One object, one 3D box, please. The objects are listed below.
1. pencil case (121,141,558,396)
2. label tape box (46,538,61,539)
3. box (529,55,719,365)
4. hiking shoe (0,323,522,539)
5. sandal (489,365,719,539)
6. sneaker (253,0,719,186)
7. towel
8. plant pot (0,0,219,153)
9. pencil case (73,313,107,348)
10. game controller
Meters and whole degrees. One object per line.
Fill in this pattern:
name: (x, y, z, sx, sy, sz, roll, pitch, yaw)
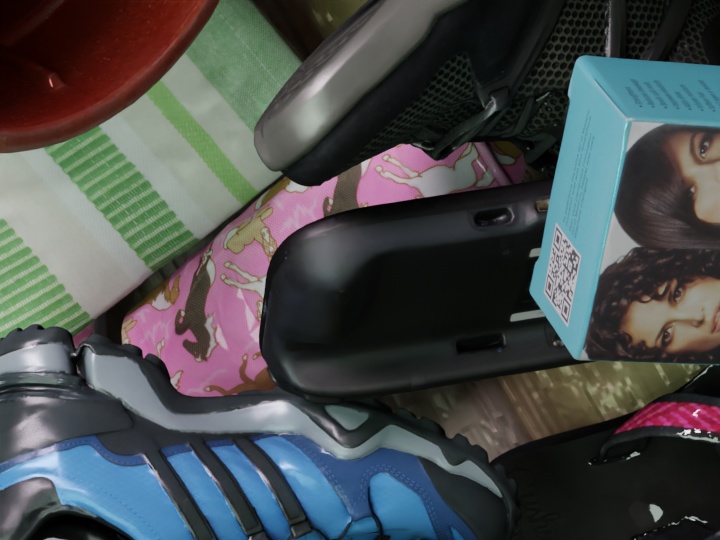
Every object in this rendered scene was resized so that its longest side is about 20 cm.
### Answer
pencil case: (0.000, 0.000, 0.928, 0.200, 0.083, 0.087, -35, 76, 32)
label tape box: (-0.038, 0.146, 0.978, 0.199, 0.066, 0.144, 11, 144, 22)
box: (0.159, -0.015, 0.790, 0.198, 0.049, 0.083, 2, 116, -17)
hiking shoe: (-0.044, 0.085, 0.887, 0.198, 0.087, 0.074, 12, 160, -1)
sandal: (0.119, 0.075, 0.914, 0.199, 0.045, 0.075, -26, 95, 32)
sneaker: (0.056, -0.059, 0.809, 0.076, 0.199, 0.115, -32, 93, 47)
towel: (-0.127, -0.053, 0.926, 0.200, 0.023, 0.153, -38, 107, 11)
plant pot: (-0.162, -0.162, 0.811, 0.194, 0.200, 0.202, 22, 118, 34)
pencil case: (-0.144, -0.034, 0.988, 0.090, 0.083, 0.202, 4, 111, 3)
game controller: (0.065, 0.000, 0.841, 0.105, 0.198, 0.042, 96, 161, -52)
